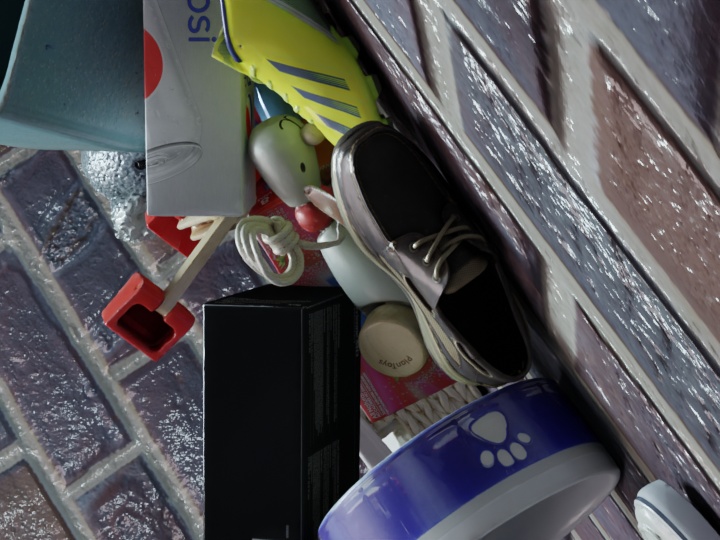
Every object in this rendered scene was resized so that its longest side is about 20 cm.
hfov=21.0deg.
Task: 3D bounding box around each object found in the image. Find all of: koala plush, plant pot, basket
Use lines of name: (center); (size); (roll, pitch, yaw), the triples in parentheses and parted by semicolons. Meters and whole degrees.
koala plush: (-0.177, -0.131, 1.846); (0.178, 0.200, 0.184); (56, 175, 5)
plant pot: (-0.201, -0.174, 1.409); (0.200, 0.197, 0.196); (20, 171, -39)
basket: (0.029, 0.114, 1.794); (0.136, 0.123, 0.200); (53, 177, -26)

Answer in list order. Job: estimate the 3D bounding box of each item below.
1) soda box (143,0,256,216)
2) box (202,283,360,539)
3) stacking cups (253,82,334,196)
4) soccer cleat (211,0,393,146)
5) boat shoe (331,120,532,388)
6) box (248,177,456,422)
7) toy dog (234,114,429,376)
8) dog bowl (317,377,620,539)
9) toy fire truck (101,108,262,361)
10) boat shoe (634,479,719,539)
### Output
soda box: (-0.108, -0.138, 1.302); (0.063, 0.068, 0.201); (-65, -24, -79)
box: (-0.053, 0.116, 1.362); (0.141, 0.079, 0.201); (-14, -74, -71)
stacking cups: (-0.053, -0.122, 1.365); (0.061, 0.060, 0.200); (-152, 38, -79)
soccer cleat: (-0.049, -0.141, 1.246); (0.200, 0.084, 0.065); (58, 174, -15)
boat shoe: (0.055, -0.010, 1.231); (0.200, 0.074, 0.073); (56, 160, -23)
box: (0.000, 0.000, 1.477); (0.200, 0.095, 0.100); (59, -170, -24)
toy dog: (0.015, -0.023, 1.300); (0.200, 0.096, 0.132); (40, -144, -34)
dog bowl: (0.072, 0.161, 1.312); (0.079, 0.200, 0.200); (56, 175, 19)
toy fire truck: (-0.107, -0.043, 1.400); (0.049, 0.200, 0.141); (38, -170, -20)
boat shoe: (0.202, 0.223, 1.122); (0.202, 0.086, 0.075); (56, 175, 3)
